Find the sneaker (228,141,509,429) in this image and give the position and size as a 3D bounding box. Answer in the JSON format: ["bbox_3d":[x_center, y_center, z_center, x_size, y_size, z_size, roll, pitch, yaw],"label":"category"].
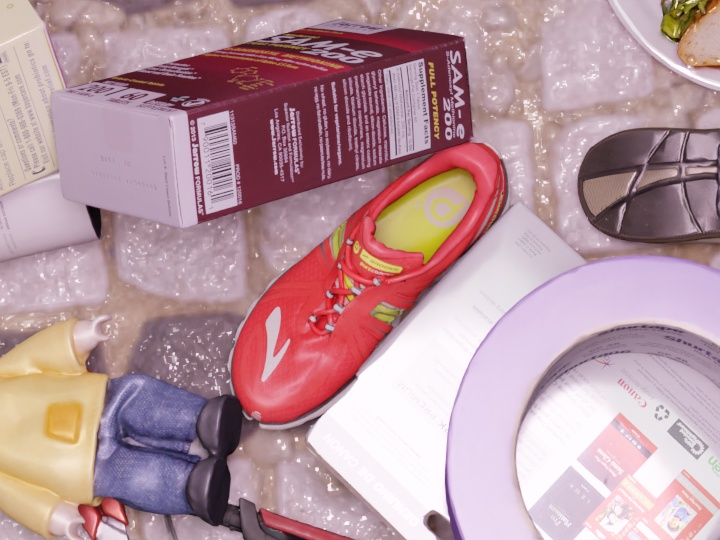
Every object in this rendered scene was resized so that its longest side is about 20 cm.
[{"bbox_3d":[0.000,0.000,1.383,0.077,0.085,0.200,42,85,9],"label":"sneaker"}]

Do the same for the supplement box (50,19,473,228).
[{"bbox_3d":[-0.049,-0.080,1.334,0.199,0.108,0.061,-18,111,-38],"label":"supplement box"}]

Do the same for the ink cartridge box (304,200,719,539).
[{"bbox_3d":[0.096,0.098,1.360,0.200,0.084,0.176,44,82,9],"label":"ink cartridge box"}]

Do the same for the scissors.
[{"bbox_3d":[-0.131,0.143,1.403,0.073,0.014,0.201,-35,79,-4],"label":"scissors"}]

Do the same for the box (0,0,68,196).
[{"bbox_3d":[-0.273,-0.102,1.354,0.199,0.097,0.176,-25,46,-12],"label":"box"}]

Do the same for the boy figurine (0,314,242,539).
[{"bbox_3d":[-0.164,0.081,1.374,0.198,0.064,0.125,10,80,10],"label":"boy figurine"}]

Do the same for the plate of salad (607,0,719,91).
[{"bbox_3d":[0.227,-0.197,1.421,0.198,0.048,0.202,-1,81,4],"label":"plate of salad"}]

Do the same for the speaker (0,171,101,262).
[{"bbox_3d":[-0.244,-0.033,1.405,0.198,0.081,0.082,-14,80,1],"label":"speaker"}]

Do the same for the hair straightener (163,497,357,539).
[{"bbox_3d":[-0.018,0.174,1.368,0.199,0.041,0.077,21,63,8],"label":"hair straightener"}]

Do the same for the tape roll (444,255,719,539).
[{"bbox_3d":[0.141,0.099,1.273,0.198,0.085,0.202,0,79,1],"label":"tape roll"}]

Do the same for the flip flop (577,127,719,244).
[{"bbox_3d":[0.218,-0.039,1.397,0.198,0.058,0.082,4,86,19],"label":"flip flop"}]
